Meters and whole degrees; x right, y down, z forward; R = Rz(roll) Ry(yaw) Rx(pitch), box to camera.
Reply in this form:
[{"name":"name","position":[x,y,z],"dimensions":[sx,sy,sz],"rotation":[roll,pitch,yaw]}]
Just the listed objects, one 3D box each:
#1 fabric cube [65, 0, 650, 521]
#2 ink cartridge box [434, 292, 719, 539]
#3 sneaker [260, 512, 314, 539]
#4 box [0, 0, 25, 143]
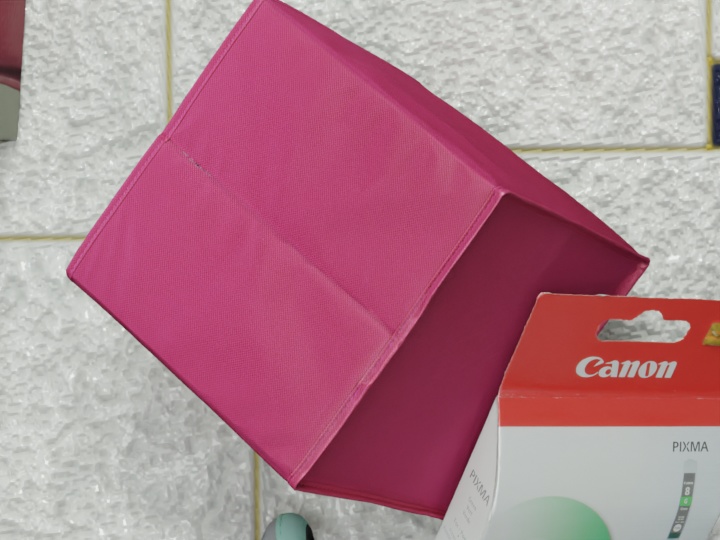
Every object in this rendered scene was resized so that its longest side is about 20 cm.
[{"name":"fabric cube","position":[0.000,0.000,1.389],"dimensions":[0.199,0.196,0.200],"rotation":[40,99,29]},{"name":"ink cartridge box","position":[0.140,0.107,1.401],"dimensions":[0.161,0.050,0.200],"rotation":[2,127,-29]},{"name":"sneaker","position":[-0.104,0.236,1.506],"dimensions":[0.140,0.078,0.201],"rotation":[11,94,7]},{"name":"box","position":[-0.272,-0.179,1.494],"dimensions":[0.128,0.109,0.201],"rotation":[5,94,8]}]
